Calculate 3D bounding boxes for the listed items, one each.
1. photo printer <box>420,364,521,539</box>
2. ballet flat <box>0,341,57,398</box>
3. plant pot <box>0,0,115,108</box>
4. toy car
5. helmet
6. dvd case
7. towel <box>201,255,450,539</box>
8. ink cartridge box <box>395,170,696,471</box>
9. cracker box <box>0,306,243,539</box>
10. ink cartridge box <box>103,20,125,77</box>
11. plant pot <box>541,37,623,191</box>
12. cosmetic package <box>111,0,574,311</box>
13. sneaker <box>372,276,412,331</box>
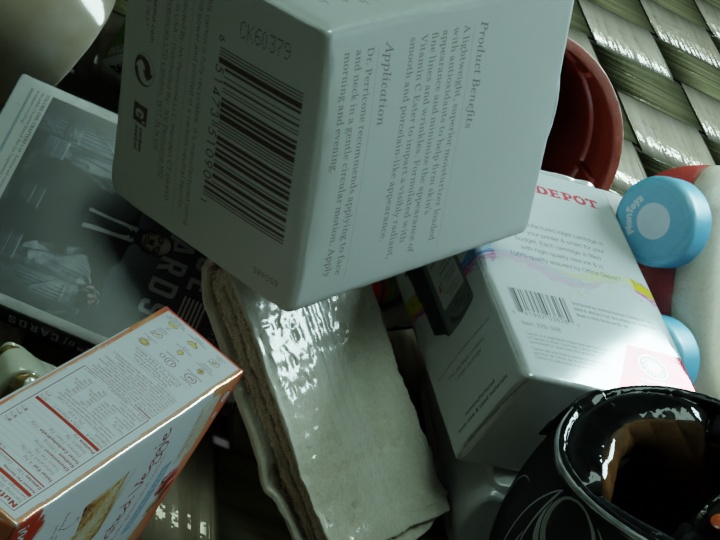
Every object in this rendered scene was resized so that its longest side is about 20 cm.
[{"bbox_3d":[0.123,0.123,1.158,0.166,0.070,0.200,22,28,-20],"label":"photo printer"},{"bbox_3d":[-0.201,0.066,0.907,0.199,0.063,0.068,5,38,-44],"label":"ballet flat"},{"bbox_3d":[-0.265,-0.204,1.177,0.173,0.200,0.200,41,22,-26],"label":"plant pot"},{"bbox_3d":[0.186,0.009,1.271,0.199,0.178,0.184,6,2,36],"label":"toy car"},{"bbox_3d":[0.164,0.183,0.974,0.198,0.192,0.201,6,32,-4],"label":"helmet"},{"bbox_3d":[-0.142,-0.017,1.044,0.199,0.025,0.151,23,60,-2],"label":"dvd case"},{"bbox_3d":[-0.019,0.075,1.025,0.132,0.034,0.201,-19,90,-56],"label":"towel"},{"bbox_3d":[0.110,0.029,1.106,0.147,0.086,0.201,13,39,-30],"label":"ink cartridge box"},{"bbox_3d":[-0.148,0.109,0.815,0.058,0.134,0.200,39,28,11],"label":"cracker box"},{"bbox_3d":[-0.139,-0.185,1.249,0.199,0.076,0.147,34,-19,-28],"label":"ink cartridge box"},{"bbox_3d":[0.095,-0.137,1.441,0.200,0.202,0.196,24,20,-17],"label":"plant pot"},{"bbox_3d":[-0.011,-0.105,0.994,0.199,0.166,0.165,-18,39,-41],"label":"cosmetic package"},{"bbox_3d":[0.000,0.000,1.180,0.199,0.077,0.086,-4,88,-46],"label":"sneaker"}]
